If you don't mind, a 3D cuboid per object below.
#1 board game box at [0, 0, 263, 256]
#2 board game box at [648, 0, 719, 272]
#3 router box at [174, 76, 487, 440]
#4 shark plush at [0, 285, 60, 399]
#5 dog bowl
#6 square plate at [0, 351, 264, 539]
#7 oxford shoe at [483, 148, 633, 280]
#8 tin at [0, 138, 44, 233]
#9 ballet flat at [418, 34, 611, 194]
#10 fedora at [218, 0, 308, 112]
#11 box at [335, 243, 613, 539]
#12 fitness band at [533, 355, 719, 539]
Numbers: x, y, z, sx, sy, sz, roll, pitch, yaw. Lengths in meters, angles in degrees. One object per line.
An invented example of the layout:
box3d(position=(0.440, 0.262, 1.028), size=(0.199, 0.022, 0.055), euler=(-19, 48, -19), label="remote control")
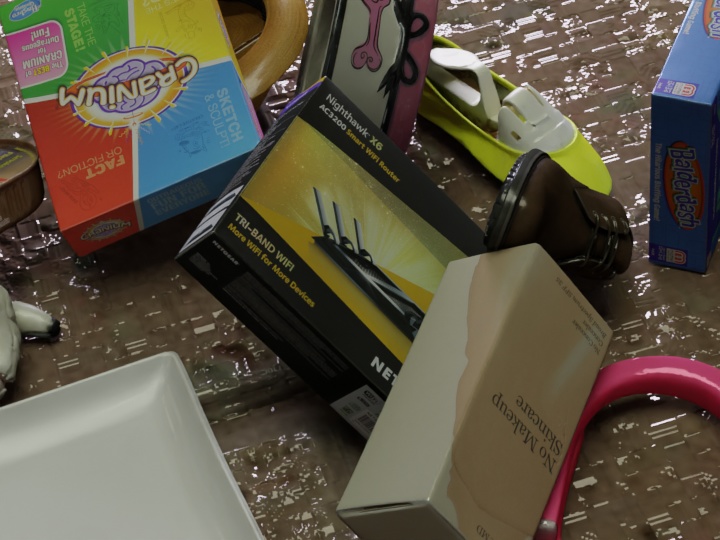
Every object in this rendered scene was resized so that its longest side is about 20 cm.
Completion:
box3d(position=(-0.159, -0.127, 1.534), size=(0.152, 0.040, 0.201), euler=(-23, 61, 4), label="board game box")
box3d(position=(0.245, -0.122, 1.505), size=(0.045, 0.153, 0.200), euler=(11, 48, 18), label="board game box")
box3d(position=(0.000, 0.000, 1.398), size=(0.200, 0.052, 0.158), euler=(43, 51, -13), label="router box")
box3d(position=(-0.302, 0.024, 1.492), size=(0.199, 0.091, 0.084), euler=(29, 85, 26), label="shark plush")
box3d(position=(0.001, -0.142, 1.536), size=(0.073, 0.201, 0.201), euler=(13, 44, -7), label="dog bowl")
box3d(position=(-0.178, 0.152, 1.369), size=(0.199, 0.029, 0.198), euler=(-19, 46, -12), label="square plate")
box3d(position=(0.136, -0.032, 1.419), size=(0.084, 0.073, 0.200), euler=(25, 9, 20), label="oxford shoe")
box3d(position=(-0.298, -0.038, 1.490), size=(0.112, 0.042, 0.200), euler=(3, 26, 36), label="tin")
box3d(position=(0.100, -0.112, 1.574), size=(0.067, 0.067, 0.200), euler=(-32, 50, -26), label="ballet flat")
box3d(position=(-0.128, -0.146, 1.627), size=(0.199, 0.082, 0.201), euler=(-9, 47, 10), label="fedora")
box3d(position=(0.072, 0.091, 1.324), size=(0.078, 0.095, 0.201), euler=(-13, 41, 42), label="box")
box3d(position=(0.180, 0.134, 1.335), size=(0.143, 0.038, 0.201), euler=(7, 47, 14), label="fitness band")
